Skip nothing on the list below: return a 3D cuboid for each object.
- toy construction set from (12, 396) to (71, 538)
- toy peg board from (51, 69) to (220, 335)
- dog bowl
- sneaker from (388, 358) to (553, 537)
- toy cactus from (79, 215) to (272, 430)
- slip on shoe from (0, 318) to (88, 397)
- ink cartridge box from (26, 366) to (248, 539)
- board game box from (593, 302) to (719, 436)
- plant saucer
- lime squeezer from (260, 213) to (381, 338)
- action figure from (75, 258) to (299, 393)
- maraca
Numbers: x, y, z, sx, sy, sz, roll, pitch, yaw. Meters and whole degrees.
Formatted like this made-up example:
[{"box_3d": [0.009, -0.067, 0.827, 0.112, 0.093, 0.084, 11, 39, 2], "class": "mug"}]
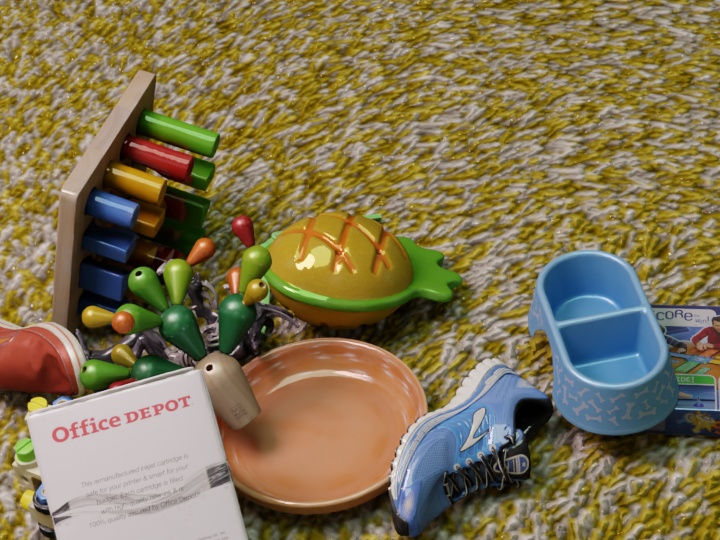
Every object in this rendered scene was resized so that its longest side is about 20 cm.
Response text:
[{"box_3d": [-0.219, 0.175, 1.413, 0.198, 0.093, 0.131, 6, 42, 31], "class": "toy construction set"}, {"box_3d": [-0.213, -0.049, 1.579, 0.097, 0.201, 0.200, 18, 44, 5], "class": "toy peg board"}, {"box_3d": [0.213, 0.057, 1.449, 0.110, 0.050, 0.201, -11, 41, -3], "class": "dog bowl"}, {"box_3d": [0.097, 0.155, 1.391, 0.089, 0.079, 0.200, 22, 49, 32], "class": "sneaker"}, {"box_3d": [-0.141, 0.063, 1.413, 0.199, 0.166, 0.102, -38, 9, -13], "class": "toy cactus"}, {"box_3d": [-0.317, 0.085, 1.506, 0.199, 0.075, 0.061, 8, 30, 43], "class": "slip on shoe"}, {"box_3d": [-0.171, 0.192, 1.302, 0.143, 0.084, 0.202, -15, 87, -8], "class": "ink cartridge box"}, {"box_3d": [0.309, 0.088, 1.463, 0.198, 0.035, 0.136, 2, 42, 10], "class": "board game box"}, {"box_3d": [-0.037, 0.143, 1.454, 0.198, 0.038, 0.201, -5, 42, 4], "class": "plant saucer"}, {"box_3d": [-0.063, -0.017, 1.632, 0.070, 0.038, 0.200, 23, 50, 29], "class": "lime squeezer"}, {"box_3d": [-0.162, 0.053, 1.513, 0.198, 0.103, 0.119, -21, 23, -6], "class": "action figure"}, {"box_3d": [0.000, 0.000, 1.558, 0.198, 0.108, 0.137, -1, 34, -24], "class": "maraca"}]
